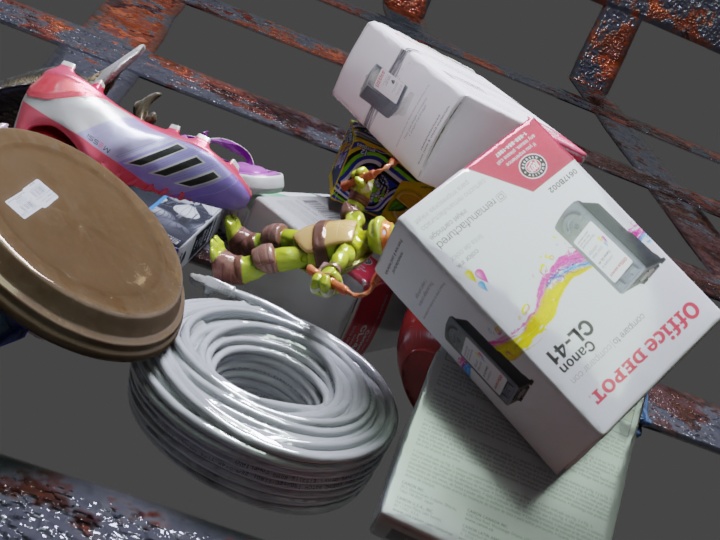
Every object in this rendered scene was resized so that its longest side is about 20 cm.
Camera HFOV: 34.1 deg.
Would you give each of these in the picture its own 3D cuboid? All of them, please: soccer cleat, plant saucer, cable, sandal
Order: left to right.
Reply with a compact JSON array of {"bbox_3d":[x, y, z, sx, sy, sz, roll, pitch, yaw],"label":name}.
[{"bbox_3d":[-0.194,-0.025,0.779,0.199,0.029,0.201,36,24,-19],"label":"plant saucer"},{"bbox_3d":[-0.185,-0.092,0.961,0.199,0.077,0.067,31,-19,-10],"label":"soccer cleat"},{"bbox_3d":[-0.149,-0.117,1.197,0.201,0.050,0.082,17,16,39],"label":"sandal"},{"bbox_3d":[-0.072,0.092,0.845,0.198,0.070,0.200,22,22,-5],"label":"cable"}]

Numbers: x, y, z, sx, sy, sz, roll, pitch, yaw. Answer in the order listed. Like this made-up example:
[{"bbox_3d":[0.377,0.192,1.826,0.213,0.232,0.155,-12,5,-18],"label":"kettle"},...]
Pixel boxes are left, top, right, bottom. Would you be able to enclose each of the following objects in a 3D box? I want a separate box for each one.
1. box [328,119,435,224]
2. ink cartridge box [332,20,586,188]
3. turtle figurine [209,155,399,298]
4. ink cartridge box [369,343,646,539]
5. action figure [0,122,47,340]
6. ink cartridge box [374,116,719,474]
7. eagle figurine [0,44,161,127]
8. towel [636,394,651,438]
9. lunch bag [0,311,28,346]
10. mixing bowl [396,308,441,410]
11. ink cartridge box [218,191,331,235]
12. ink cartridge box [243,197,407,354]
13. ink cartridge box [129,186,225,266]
[{"bbox_3d":[0.072,-0.070,1.108,0.198,0.065,0.070,20,19,-11],"label":"box"},{"bbox_3d":[0.081,-0.131,1.035,0.145,0.085,0.200,20,20,-32],"label":"ink cartridge box"},{"bbox_3d":[-0.033,-0.026,0.951,0.159,0.065,0.201,-5,37,14],"label":"turtle figurine"},{"bbox_3d":[0.113,0.124,0.842,0.161,0.057,0.201,23,56,0],"label":"ink cartridge box"},{"bbox_3d":[-0.269,-0.024,0.917,0.198,0.151,0.134,12,-14,22],"label":"action figure"},{"bbox_3d":[0.131,0.014,0.828,0.147,0.086,0.200,-37,75,-26],"label":"ink cartridge box"},{"bbox_3d":[-0.284,-0.127,1.039,0.198,0.152,0.152,13,57,-10],"label":"eagle figurine"},{"bbox_3d":[0.230,0.106,1.154,0.111,0.049,0.200,25,22,6],"label":"towel"},{"bbox_3d":[-0.333,-0.016,0.767,0.170,0.128,0.199,40,15,35],"label":"lunch bag"},{"bbox_3d":[0.102,0.074,0.946,0.199,0.201,0.108,35,53,26],"label":"mixing bowl"},{"bbox_3d":[-0.101,-0.076,1.239,0.160,0.050,0.200,-1,35,-48],"label":"ink cartridge box"},{"bbox_3d":[0.000,0.000,1.091,0.147,0.086,0.199,37,23,30],"label":"ink cartridge box"},{"bbox_3d":[-0.196,-0.041,1.072,0.099,0.040,0.200,25,22,0],"label":"ink cartridge box"}]
